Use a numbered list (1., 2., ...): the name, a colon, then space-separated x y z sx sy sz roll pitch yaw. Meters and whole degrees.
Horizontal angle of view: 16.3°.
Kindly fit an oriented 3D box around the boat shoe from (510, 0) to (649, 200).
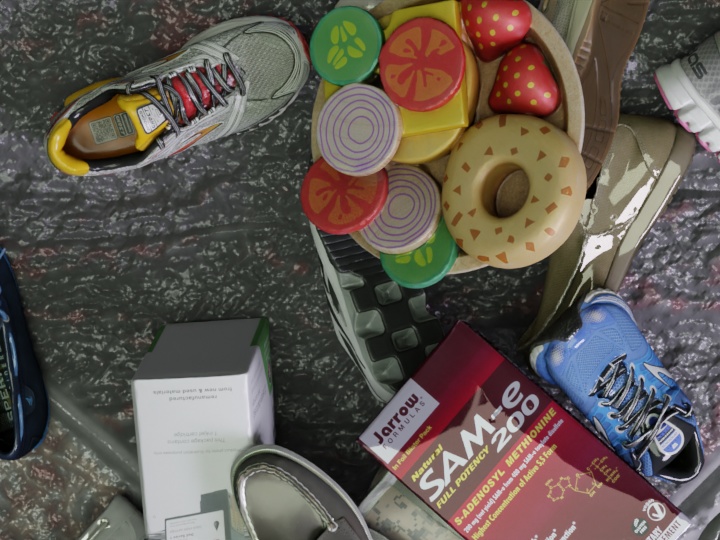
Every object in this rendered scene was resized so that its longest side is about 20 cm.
1. boat shoe: 0.131 -0.125 1.672 0.065 0.072 0.201 14 83 44

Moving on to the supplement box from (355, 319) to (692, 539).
1. supplement box: 0.106 0.137 1.637 0.200 0.061 0.109 41 91 8

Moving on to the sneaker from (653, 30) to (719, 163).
1. sneaker: 0.293 -0.089 1.683 0.200 0.074 0.087 43 110 -1

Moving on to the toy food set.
1. toy food set: 0.050 -0.090 1.626 0.197 0.049 0.201 -9 82 24

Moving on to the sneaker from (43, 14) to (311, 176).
1. sneaker: -0.124 -0.110 1.715 0.200 0.082 0.078 -25 100 10

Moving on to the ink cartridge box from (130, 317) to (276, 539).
1. ink cartridge box: -0.102 0.149 1.744 0.084 0.146 0.201 -3 104 4

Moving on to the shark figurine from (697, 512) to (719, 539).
1. shark figurine: 0.250 0.224 1.753 0.128 0.214 0.090 -1 64 34

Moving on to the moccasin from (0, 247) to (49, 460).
1. moccasin: -0.269 0.039 1.772 0.080 0.068 0.200 -25 100 11

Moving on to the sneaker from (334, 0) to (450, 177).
1. sneaker: 0.052 -0.106 1.688 0.070 0.093 0.200 -36 99 23

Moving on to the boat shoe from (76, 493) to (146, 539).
1. boat shoe: -0.232 0.238 1.818 0.200 0.072 0.066 -38 92 13

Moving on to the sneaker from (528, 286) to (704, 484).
1. sneaker: 0.183 0.082 1.677 0.079 0.089 0.200 -46 140 1

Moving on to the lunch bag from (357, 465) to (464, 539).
1. lunch bag: 0.072 0.194 1.723 0.164 0.118 0.200 36 93 6

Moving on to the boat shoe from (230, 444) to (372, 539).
1. boat shoe: -0.020 0.205 1.651 0.072 0.060 0.202 -32 99 12

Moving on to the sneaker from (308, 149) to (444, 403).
1. sneaker: 0.000 0.000 1.737 0.074 0.089 0.201 -9 79 -17

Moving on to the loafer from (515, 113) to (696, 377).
1. loafer: 0.156 -0.022 1.717 0.067 0.076 0.200 29 95 -1
